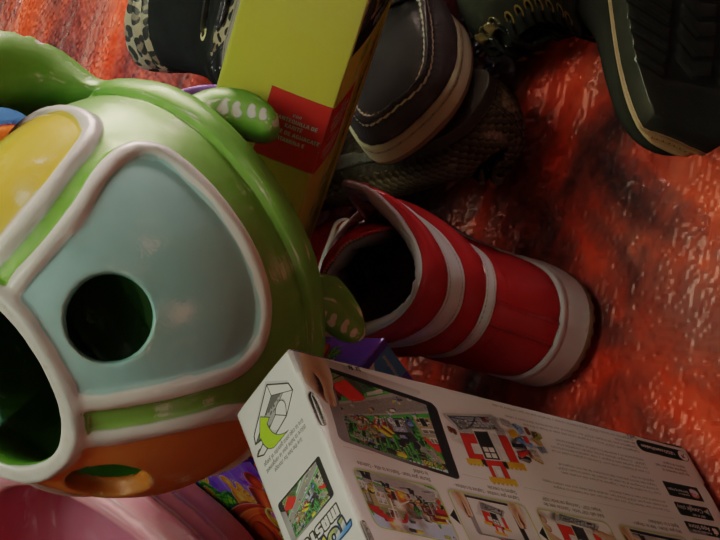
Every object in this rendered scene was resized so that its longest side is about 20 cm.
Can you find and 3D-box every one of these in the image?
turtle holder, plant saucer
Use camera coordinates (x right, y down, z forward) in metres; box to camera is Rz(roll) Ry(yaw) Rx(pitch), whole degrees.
[{"bbox_3d":[-0.096,-0.005,0.703,0.140,0.132,0.187,4,114,36],"label":"turtle holder"},{"bbox_3d":[-0.095,0.158,0.898,0.200,0.201,0.051,-10,24,50],"label":"plant saucer"}]

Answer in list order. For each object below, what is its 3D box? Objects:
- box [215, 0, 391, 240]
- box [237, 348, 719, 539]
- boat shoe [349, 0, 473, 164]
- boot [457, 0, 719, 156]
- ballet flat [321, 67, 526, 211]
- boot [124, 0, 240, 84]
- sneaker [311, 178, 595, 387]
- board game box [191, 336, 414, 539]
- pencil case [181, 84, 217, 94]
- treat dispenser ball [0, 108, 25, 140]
[{"bbox_3d":[-0.028,-0.069,0.763,0.075,0.050,0.201,-64,-5,-55],"label":"box"},{"bbox_3d":[0.059,0.096,0.670,0.035,0.199,0.110,-51,42,27],"label":"box"},{"bbox_3d":[0.004,-0.124,0.895,0.072,0.065,0.201,-34,32,21],"label":"boat shoe"},{"bbox_3d":[0.095,-0.104,0.816,0.138,0.077,0.201,-40,35,42],"label":"boot"},{"bbox_3d":[0.011,-0.053,0.923,0.199,0.046,0.068,-11,46,53],"label":"ballet flat"},{"bbox_3d":[-0.057,-0.190,1.038,0.153,0.073,0.205,17,90,56],"label":"boot"},{"bbox_3d":[0.000,0.000,0.856,0.199,0.112,0.072,12,86,54],"label":"sneaker"},{"bbox_3d":[-0.028,0.090,0.842,0.199,0.135,0.045,0,42,53],"label":"board game box"},{"bbox_3d":[-0.086,-0.004,0.942,0.200,0.085,0.084,114,155,-51],"label":"pencil case"},{"bbox_3d":[-0.248,-0.041,1.121,0.200,0.200,0.202,-23,60,46],"label":"treat dispenser ball"}]
